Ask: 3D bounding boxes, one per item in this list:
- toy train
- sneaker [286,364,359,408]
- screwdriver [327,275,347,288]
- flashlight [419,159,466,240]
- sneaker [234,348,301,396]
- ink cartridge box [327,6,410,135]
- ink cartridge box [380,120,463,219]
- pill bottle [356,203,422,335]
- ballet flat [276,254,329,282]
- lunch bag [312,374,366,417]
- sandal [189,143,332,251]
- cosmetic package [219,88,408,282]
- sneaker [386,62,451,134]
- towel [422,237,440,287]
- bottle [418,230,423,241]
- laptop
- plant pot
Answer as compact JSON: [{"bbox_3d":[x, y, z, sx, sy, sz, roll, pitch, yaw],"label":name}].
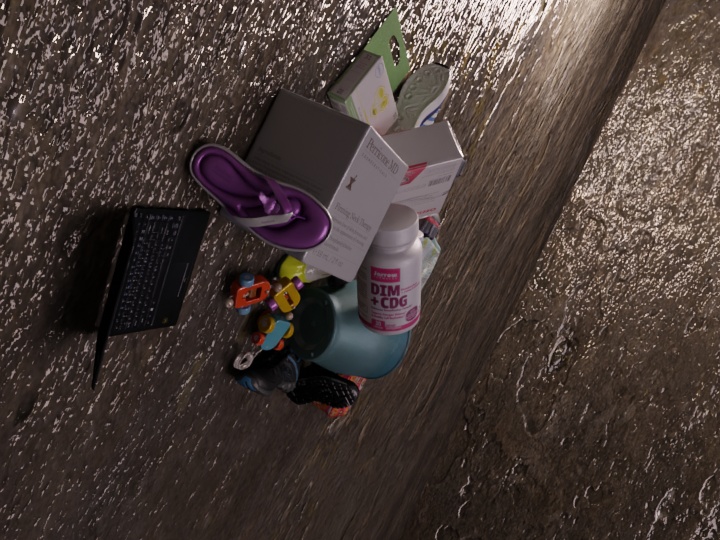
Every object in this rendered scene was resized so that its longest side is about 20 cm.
[{"bbox_3d":[-0.172,0.067,0.975,0.149,0.056,0.202,-22,140,-35],"label":"toy train"},{"bbox_3d":[-0.069,0.221,1.187,0.088,0.198,0.077,-43,117,-41],"label":"sneaker"},{"bbox_3d":[0.000,0.000,1.131,0.199,0.029,0.028,-21,118,-52],"label":"screwdriver"},{"bbox_3d":[0.184,-0.174,1.357,0.067,0.068,0.202,28,88,-37],"label":"flashlight"},{"bbox_3d":[-0.167,0.181,1.083,0.083,0.072,0.200,-65,165,1],"label":"sneaker"},{"bbox_3d":[0.034,-0.314,0.982,0.201,0.048,0.146,-53,153,-13],"label":"ink cartridge box"},{"bbox_3d":[0.088,-0.167,1.058,0.143,0.086,0.201,-14,158,-11],"label":"ink cartridge box"},{"bbox_3d":[0.048,-0.002,0.984,0.113,0.112,0.203,-37,136,-41],"label":"pill bottle"},{"bbox_3d":[-0.066,-0.017,1.066,0.199,0.066,0.068,-23,127,-53],"label":"ballet flat"},{"bbox_3d":[-0.034,0.246,1.349,0.178,0.081,0.200,-57,165,-7],"label":"lunch bag"},{"bbox_3d":[-0.130,-0.086,0.726,0.083,0.201,0.050,-61,180,5],"label":"sandal"},{"bbox_3d":[-0.063,-0.119,0.854,0.202,0.165,0.167,-63,154,1],"label":"cosmetic package"},{"bbox_3d":[0.110,-0.284,1.131,0.202,0.080,0.147,-59,163,-14],"label":"sneaker"},{"bbox_3d":[0.135,-0.013,1.475,0.173,0.048,0.200,-60,155,-5],"label":"towel"},{"bbox_3d":[0.099,0.002,1.334,0.082,0.065,0.203,-1,121,-25],"label":"bottle"},{"bbox_3d":[-0.251,0.023,0.716,0.199,0.102,0.180,-5,120,-61],"label":"laptop"},{"bbox_3d":[-0.034,0.107,1.127,0.187,0.199,0.203,12,106,-48],"label":"plant pot"}]
